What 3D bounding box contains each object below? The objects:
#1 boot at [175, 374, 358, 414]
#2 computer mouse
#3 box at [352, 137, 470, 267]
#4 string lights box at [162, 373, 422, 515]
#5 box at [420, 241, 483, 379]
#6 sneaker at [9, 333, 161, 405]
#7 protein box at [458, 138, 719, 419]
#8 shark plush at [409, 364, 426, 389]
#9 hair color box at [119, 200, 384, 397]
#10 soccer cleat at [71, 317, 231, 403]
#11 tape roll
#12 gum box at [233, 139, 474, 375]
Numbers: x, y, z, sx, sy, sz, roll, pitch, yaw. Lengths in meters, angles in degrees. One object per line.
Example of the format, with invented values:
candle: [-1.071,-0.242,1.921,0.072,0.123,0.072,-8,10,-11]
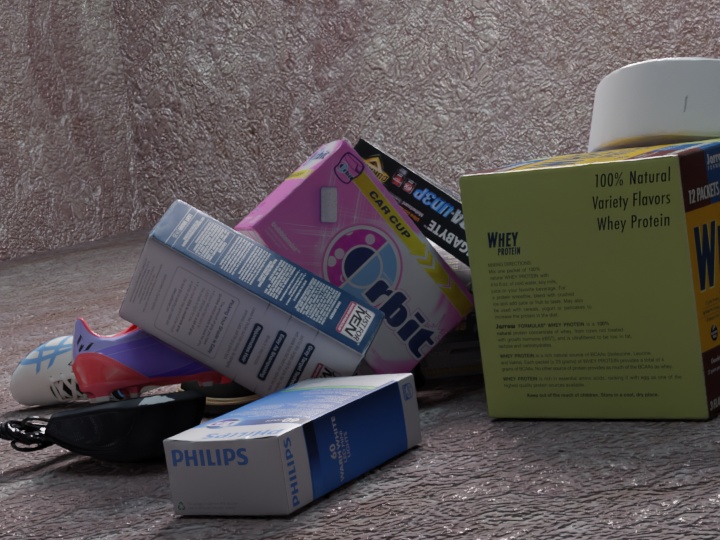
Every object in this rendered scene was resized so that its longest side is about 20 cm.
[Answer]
boot: [-0.090,0.059,1.536,0.199,0.139,0.077,-6,7,28]
computer mouse: [-0.204,0.138,1.399,0.138,0.053,0.199,-4,-7,-45]
box: [0.093,-0.039,1.510,0.200,0.046,0.159,35,6,37]
string lights box: [-0.046,0.127,1.233,0.102,0.059,0.200,-5,7,31]
box: [0.076,0.031,1.602,0.199,0.048,0.159,-7,44,14]
sneaker: [-0.275,0.106,1.699,0.199,0.072,0.073,-14,32,15]
protein box: [0.206,0.006,1.331,0.198,0.201,0.135,-4,8,36]
shark plush: [0.006,0.029,1.547,0.091,0.200,0.084,-23,-29,-50]
hair color box: [-0.091,0.037,1.374,0.199,0.100,0.061,30,41,2]
soccer cleat: [-0.153,0.066,1.434,0.199,0.077,0.067,-9,-1,-23]
tape roll: [0.299,-0.114,1.433,0.201,0.071,0.203,10,-15,3]
gum box: [0.000,0.000,1.441,0.113,0.200,0.066,-43,13,-14]
